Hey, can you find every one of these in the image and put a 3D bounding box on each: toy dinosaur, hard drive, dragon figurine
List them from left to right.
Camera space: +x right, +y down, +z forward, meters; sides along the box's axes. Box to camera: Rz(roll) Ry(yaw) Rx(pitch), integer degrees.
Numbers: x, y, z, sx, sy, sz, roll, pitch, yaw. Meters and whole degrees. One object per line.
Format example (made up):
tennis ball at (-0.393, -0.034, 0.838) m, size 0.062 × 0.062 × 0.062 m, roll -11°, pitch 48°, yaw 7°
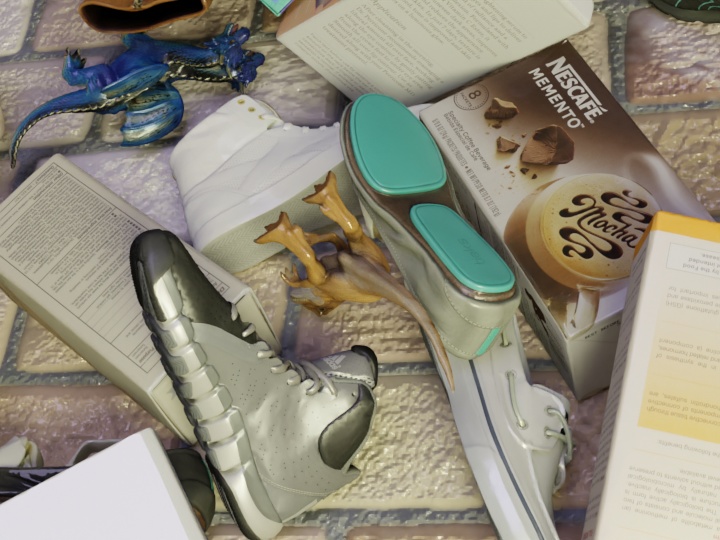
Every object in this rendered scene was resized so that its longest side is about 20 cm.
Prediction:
hard drive at (-0.131, 0.206, 0.737) m, size 0.132 × 0.025 × 0.200 m, roll -27°, pitch 72°, yaw -4°
dragon figurine at (-0.169, -0.133, 0.991) m, size 0.200 × 0.059 × 0.099 m, roll -34°, pitch 45°, yaw -18°
toy dinosaur at (0.000, 0.000, 0.792) m, size 0.060 × 0.106 × 0.200 m, roll -46°, pitch 17°, yaw -10°

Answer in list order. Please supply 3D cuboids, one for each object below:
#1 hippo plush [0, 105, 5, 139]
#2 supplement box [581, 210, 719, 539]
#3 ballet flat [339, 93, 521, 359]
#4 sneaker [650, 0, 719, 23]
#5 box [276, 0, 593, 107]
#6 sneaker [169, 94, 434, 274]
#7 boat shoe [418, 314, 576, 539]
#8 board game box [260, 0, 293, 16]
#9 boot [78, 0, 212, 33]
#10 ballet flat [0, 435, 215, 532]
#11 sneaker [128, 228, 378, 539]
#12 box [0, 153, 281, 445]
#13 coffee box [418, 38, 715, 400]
hippo plush at (-0.378, -0.103, 1.010) m, size 0.161 × 0.159 × 0.200 m, roll -23°, pitch 30°, yaw 38°
supplement box at (0.190, 0.083, 0.690) m, size 0.126 × 0.074 × 0.201 m, roll 13°, pitch 77°, yaw 5°
ballet flat at (0.030, -0.027, 0.809) m, size 0.067 × 0.064 × 0.200 m, roll -4°, pitch 44°, yaw -27°
sneaker at (0.266, -0.203, 0.913) m, size 0.075 × 0.079 × 0.200 m, roll -44°, pitch 55°, yaw -16°
box at (0.060, -0.215, 0.906) m, size 0.200 × 0.106 × 0.153 m, roll -20°, pitch 43°, yaw 46°
sneaker at (-0.038, -0.089, 0.922) m, size 0.200 × 0.074 × 0.116 m, roll -25°, pitch 56°, yaw 0°
boat shoe at (0.089, 0.089, 0.763) m, size 0.067 × 0.074 × 0.200 m, roll -20°, pitch 53°, yaw 2°
board game box at (-0.075, -0.284, 0.860) m, size 0.152 × 0.200 × 0.045 m, roll -38°, pitch 26°, yaw 27°
boot at (-0.099, -0.254, 1.016) m, size 0.188 × 0.069 × 0.200 m, roll -2°, pitch 35°, yaw 15°
ballet flat at (-0.185, 0.138, 0.818) m, size 0.199 × 0.068 × 0.069 m, roll -1°, pitch 46°, yaw 2°
sneaker at (-0.052, 0.050, 0.775) m, size 0.115 × 0.200 × 0.075 m, roll -24°, pitch 24°, yaw -13°
box at (-0.157, 0.016, 0.880) m, size 0.200 × 0.078 × 0.095 m, roll 35°, pitch 71°, yaw 32°
coffee box at (0.132, -0.036, 0.833) m, size 0.113 × 0.080 × 0.200 m, roll -26°, pitch 54°, yaw -3°
